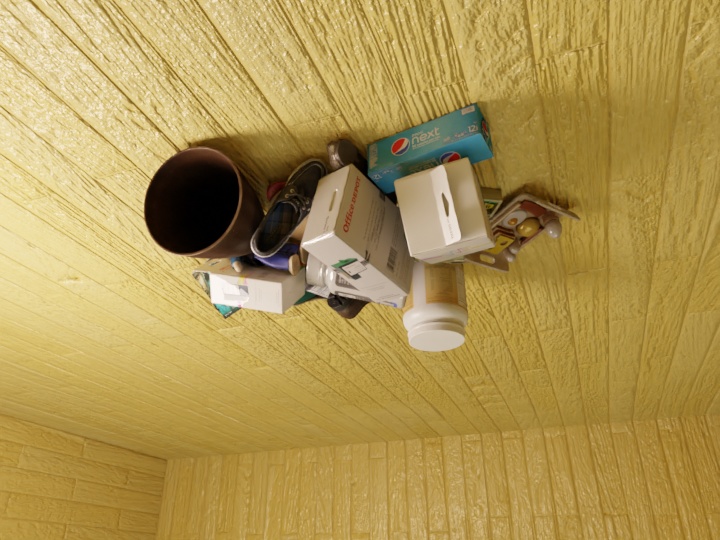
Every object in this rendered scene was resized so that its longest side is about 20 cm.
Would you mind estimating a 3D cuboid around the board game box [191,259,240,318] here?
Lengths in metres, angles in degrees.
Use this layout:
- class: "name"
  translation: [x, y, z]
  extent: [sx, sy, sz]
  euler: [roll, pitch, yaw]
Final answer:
- class: "board game box"
  translation: [-0.290, 0.019, 1.303]
  extent: [0.200, 0.028, 0.136]
  euler: [-31, 98, 42]

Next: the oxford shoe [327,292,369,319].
- class: "oxford shoe"
  translation: [0.015, 0.017, 1.242]
  extent: [0.084, 0.200, 0.073]
  euler: [45, 171, -38]

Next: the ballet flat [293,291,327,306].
- class: "ballet flat"
  translation: [-0.110, 0.042, 1.353]
  extent: [0.199, 0.070, 0.069]
  euler: [-8, 163, -42]

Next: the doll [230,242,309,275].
- class: "doll"
  translation: [-0.205, -0.035, 1.162]
  extent: [0.199, 0.137, 0.049]
  euler: [10, 131, 27]

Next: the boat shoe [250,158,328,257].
- class: "boat shoe"
  translation: [-0.121, -0.108, 0.994]
  extent: [0.070, 0.200, 0.066]
  euler: [40, 177, -10]

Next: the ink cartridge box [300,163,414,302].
- class: "ink cartridge box"
  translation: [0.005, -0.059, 0.988]
  extent: [0.084, 0.147, 0.200]
  euler: [-17, 138, 39]

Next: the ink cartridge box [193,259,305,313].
- class: "ink cartridge box"
  translation: [-0.224, 0.025, 1.172]
  extent: [0.198, 0.117, 0.068]
  euler: [8, 109, 17]

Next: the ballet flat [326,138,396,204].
- class: "ballet flat"
  translation: [0.002, -0.162, 1.025]
  extent: [0.046, 0.068, 0.200]
  euler: [5, 157, 39]

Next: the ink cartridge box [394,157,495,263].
- class: "ink cartridge box"
  translation: [0.141, -0.093, 0.956]
  extent: [0.124, 0.130, 0.200]
  euler: [-15, 172, 16]

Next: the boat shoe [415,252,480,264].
- class: "boat shoe"
  translation: [0.158, -0.044, 1.231]
  extent: [0.199, 0.074, 0.063]
  euler: [-1, 148, -14]

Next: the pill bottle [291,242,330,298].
- class: "pill bottle"
  translation: [-0.077, 0.003, 1.278]
  extent: [0.199, 0.107, 0.106]
  euler: [22, 144, -34]

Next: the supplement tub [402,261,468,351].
- class: "supplement tub"
  translation: [0.164, 0.064, 1.289]
  extent: [0.143, 0.202, 0.145]
  euler: [0, 152, 0]

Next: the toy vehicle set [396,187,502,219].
- class: "toy vehicle set"
  translation: [0.160, -0.121, 1.131]
  extent: [0.198, 0.027, 0.124]
  euler: [5, 151, -8]

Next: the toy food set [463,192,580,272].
- class: "toy food set"
  translation: [0.319, -0.067, 1.158]
  extent: [0.143, 0.061, 0.200]
  euler: [13, 139, -35]

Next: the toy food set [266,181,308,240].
- class: "toy food set"
  translation: [-0.083, -0.118, 1.116]
  extent: [0.196, 0.049, 0.200]
  euler: [5, 152, -8]

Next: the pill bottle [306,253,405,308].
- class: "pill bottle"
  translation: [0.000, 0.000, 1.137]
  extent: [0.198, 0.115, 0.114]
  euler: [12, 152, 6]

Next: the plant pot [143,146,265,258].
- class: "plant pot"
  translation: [-0.251, -0.096, 1.046]
  extent: [0.185, 0.189, 0.200]
  euler: [-8, 166, 15]

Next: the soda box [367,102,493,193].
- class: "soda box"
  translation: [0.111, -0.197, 0.954]
  extent: [0.199, 0.065, 0.068]
  euler: [-15, 149, 26]
